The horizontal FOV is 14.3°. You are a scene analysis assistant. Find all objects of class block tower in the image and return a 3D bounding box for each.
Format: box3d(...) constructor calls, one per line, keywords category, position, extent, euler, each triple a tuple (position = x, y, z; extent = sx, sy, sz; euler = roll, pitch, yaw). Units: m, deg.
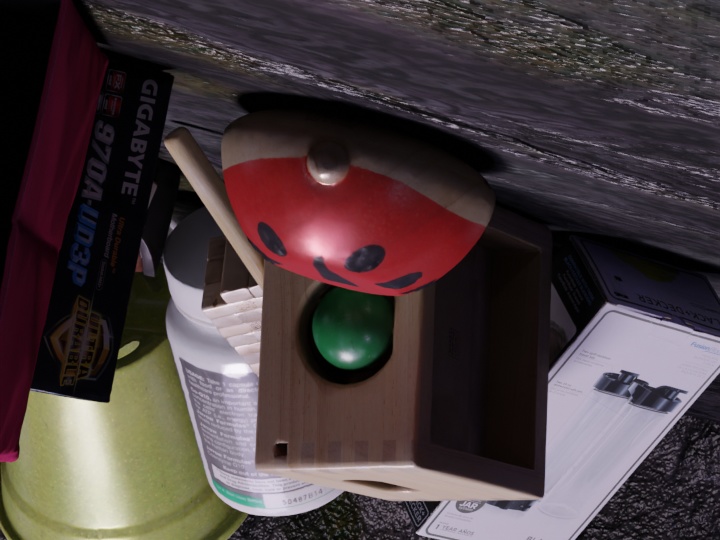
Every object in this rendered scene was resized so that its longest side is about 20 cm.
box3d(category="block tower", position=(-0.028, 0.046, 1.710), extent=(0.054, 0.058, 0.200), euler=(-12, 140, 22))

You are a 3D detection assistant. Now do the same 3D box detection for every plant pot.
box3d(category="plant pot", position=(-0.179, 0.089, 2.042), extent=(0.200, 0.201, 0.184), euler=(11, 139, 18))

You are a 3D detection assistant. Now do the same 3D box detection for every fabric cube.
box3d(category="fabric cube", position=(-0.225, -0.031, 1.193), extent=(0.196, 0.200, 0.199), euler=(12, 176, -1))

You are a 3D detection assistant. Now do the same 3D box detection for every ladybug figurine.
box3d(category="ladybug figurine", position=(-0.005, -0.031, 1.403), extent=(0.136, 0.072, 0.200), euler=(12, 176, 13))

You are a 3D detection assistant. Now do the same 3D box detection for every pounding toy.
box3d(category="pounding toy", position=(-0.001, 0.025, 1.581), extent=(0.142, 0.185, 0.200), euler=(-4, 168, 30))

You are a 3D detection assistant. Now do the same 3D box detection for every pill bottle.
box3d(category="pill bottle", position=(-0.065, 0.057, 1.897), extent=(0.113, 0.113, 0.200), euler=(11, 136, 24))

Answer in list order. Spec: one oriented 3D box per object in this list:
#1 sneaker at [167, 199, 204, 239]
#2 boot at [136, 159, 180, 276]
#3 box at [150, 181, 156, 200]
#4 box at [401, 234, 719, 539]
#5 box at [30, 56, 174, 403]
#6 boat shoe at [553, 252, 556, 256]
box3d(category="sneaker", position=(-0.097, 0.000, 2.043), extent=(0.075, 0.082, 0.200), euler=(12, 176, 9))
box3d(category="boot", position=(-0.220, -0.055, 1.785), extent=(0.200, 0.069, 0.188), euler=(13, 176, 7))
box3d(category="box", position=(-0.231, -0.029, 1.627), extent=(0.124, 0.098, 0.200), euler=(32, 159, -32))
box3d(category="box", position=(0.121, 0.079, 1.707), extent=(0.117, 0.200, 0.060), euler=(15, -145, -36))
box3d(category="box", position=(-0.159, -0.022, 1.402), extent=(0.046, 0.159, 0.200), euler=(13, 175, -24))
box3d(category="boat shoe", position=(0.119, 0.025, 1.821), extent=(0.072, 0.066, 0.201), euler=(9, 175, 42))
